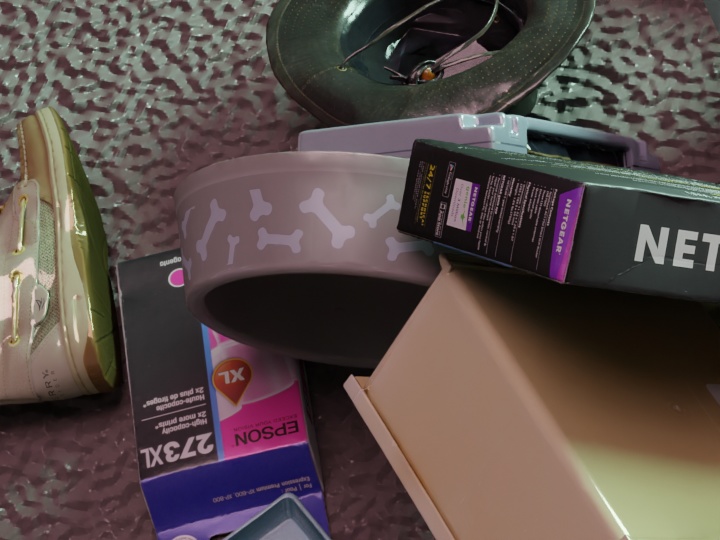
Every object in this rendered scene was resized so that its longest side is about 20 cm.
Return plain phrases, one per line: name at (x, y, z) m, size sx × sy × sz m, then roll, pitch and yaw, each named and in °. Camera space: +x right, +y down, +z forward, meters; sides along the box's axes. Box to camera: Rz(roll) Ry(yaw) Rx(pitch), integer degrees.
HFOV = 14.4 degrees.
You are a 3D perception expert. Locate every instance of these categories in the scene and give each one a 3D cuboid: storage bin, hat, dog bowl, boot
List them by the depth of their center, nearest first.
storage bin at (0.131, 0.097, 1.372) m, size 0.198 × 0.094 × 0.200 m, roll 6°, pitch 38°, yaw -38°
dog bowl at (0.000, 0.000, 1.461) m, size 0.200 × 0.200 × 0.059 m, roll 1°, pitch 72°, yaw 16°
boot at (-0.222, 0.003, 1.614) m, size 0.154 × 0.072 × 0.200 m, roll -17°, pitch 52°, yaw 6°
hat at (0.049, -0.121, 1.619) m, size 0.200 × 0.081 × 0.201 m, roll -13°, pitch 44°, yaw 13°

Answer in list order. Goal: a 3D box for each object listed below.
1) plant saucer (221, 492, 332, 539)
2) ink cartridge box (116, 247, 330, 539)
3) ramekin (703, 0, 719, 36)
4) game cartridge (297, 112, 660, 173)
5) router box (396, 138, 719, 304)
plant saucer at (-0.006, 0.199, 1.430) m, size 0.070 × 0.019 × 0.200 m, roll -35°, pitch 55°, yaw -11°
ink cartridge box at (-0.076, 0.069, 1.546) m, size 0.094 × 0.037 × 0.200 m, roll -14°, pitch 53°, yaw 4°
ramekin at (0.250, -0.124, 1.500) m, size 0.098 × 0.201 × 0.201 m, roll -28°, pitch 51°, yaw 4°
game cartridge at (0.058, -0.054, 1.501) m, size 0.133 × 0.200 × 0.041 m, roll 0°, pitch 88°, yaw 31°
router box at (0.140, -0.018, 1.348) m, size 0.149 × 0.200 × 0.051 m, roll 19°, pitch 101°, yaw 59°
